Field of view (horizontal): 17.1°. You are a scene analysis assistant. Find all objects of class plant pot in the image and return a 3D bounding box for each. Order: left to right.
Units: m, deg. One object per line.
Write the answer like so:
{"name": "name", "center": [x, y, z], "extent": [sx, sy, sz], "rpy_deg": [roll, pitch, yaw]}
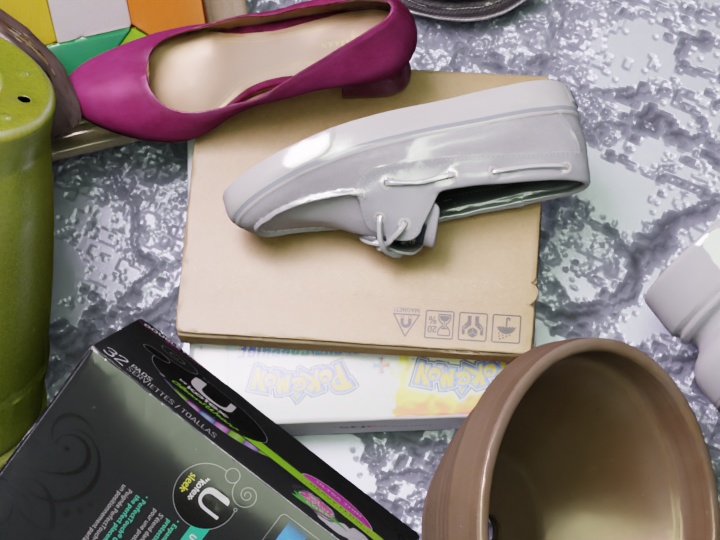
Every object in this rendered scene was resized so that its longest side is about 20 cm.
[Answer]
{"name": "plant pot", "center": [-0.240, -0.023, 1.245], "extent": [0.199, 0.200, 0.194], "rpy_deg": [24, 121, 9]}
{"name": "plant pot", "center": [0.098, 0.138, 1.280], "extent": [0.092, 0.200, 0.202], "rpy_deg": [-5, 73, 44]}

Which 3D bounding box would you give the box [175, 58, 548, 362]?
{"name": "box", "center": [0.003, -0.035, 1.337], "extent": [0.199, 0.021, 0.165], "rpy_deg": [3, 75, 6]}

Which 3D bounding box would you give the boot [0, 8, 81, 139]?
{"name": "boot", "center": [-0.272, -0.113, 1.323], "extent": [0.199, 0.064, 0.186], "rpy_deg": [-27, 119, 33]}

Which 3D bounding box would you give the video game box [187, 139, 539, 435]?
{"name": "video game box", "center": [0.000, 0.000, 1.365], "extent": [0.199, 0.047, 0.183], "rpy_deg": [-3, 79, 3]}

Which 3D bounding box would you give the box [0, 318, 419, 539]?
{"name": "box", "center": [-0.085, 0.139, 1.261], "extent": [0.200, 0.149, 0.125], "rpy_deg": [37, 96, 0]}

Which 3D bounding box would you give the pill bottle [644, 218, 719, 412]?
{"name": "pill bottle", "center": [0.253, 0.059, 1.299], "extent": [0.113, 0.113, 0.200], "rpy_deg": [-39, 78, -5]}

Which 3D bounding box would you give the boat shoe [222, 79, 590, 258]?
{"name": "boat shoe", "center": [0.028, -0.044, 1.297], "extent": [0.199, 0.072, 0.069], "rpy_deg": [-14, 72, -10]}

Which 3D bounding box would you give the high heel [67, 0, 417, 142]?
{"name": "high heel", "center": [-0.069, -0.121, 1.305], "extent": [0.199, 0.096, 0.068], "rpy_deg": [-9, 72, 1]}

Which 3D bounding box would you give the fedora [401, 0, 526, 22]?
{"name": "fedora", "center": [0.049, -0.248, 1.393], "extent": [0.176, 0.090, 0.201], "rpy_deg": [-3, 77, 3]}

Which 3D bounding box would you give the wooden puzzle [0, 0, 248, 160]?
{"name": "wooden puzzle", "center": [-0.157, -0.158, 1.348], "extent": [0.184, 0.037, 0.201], "rpy_deg": [-14, 120, -7]}
